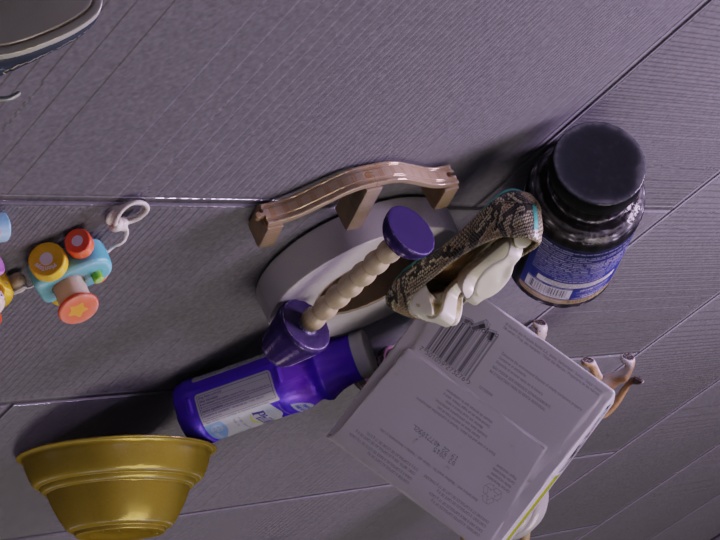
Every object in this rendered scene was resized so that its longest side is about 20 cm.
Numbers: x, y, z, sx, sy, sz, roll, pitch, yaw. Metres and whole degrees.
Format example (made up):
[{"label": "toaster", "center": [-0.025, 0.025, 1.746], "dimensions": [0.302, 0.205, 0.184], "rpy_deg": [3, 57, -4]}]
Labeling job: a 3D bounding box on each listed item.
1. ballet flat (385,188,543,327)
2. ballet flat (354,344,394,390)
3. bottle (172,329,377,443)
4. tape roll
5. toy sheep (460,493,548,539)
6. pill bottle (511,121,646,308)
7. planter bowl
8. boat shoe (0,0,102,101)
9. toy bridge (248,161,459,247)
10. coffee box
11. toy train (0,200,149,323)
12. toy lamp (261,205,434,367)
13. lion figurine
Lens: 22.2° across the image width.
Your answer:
[{"label": "ballet flat", "center": [0.092, 0.005, 1.671], "dimensions": [0.068, 0.076, 0.200], "rpy_deg": [22, 134, -32]}, {"label": "ballet flat", "center": [0.062, 0.121, 2.044], "dimensions": [0.071, 0.070, 0.200], "rpy_deg": [-17, 162, 35]}, {"label": "bottle", "center": [-0.083, 0.113, 1.815], "dimensions": [0.199, 0.066, 0.084], "rpy_deg": [-19, 166, 8]}, {"label": "tape roll", "center": [0.000, 0.000, 1.716], "dimensions": [0.202, 0.037, 0.203], "rpy_deg": [-22, 159, -9]}, {"label": "toy sheep", "center": [0.198, 0.312, 2.533], "dimensions": [0.138, 0.138, 0.200], "rpy_deg": [-35, 169, 24]}, {"label": "pill bottle", "center": [0.202, -0.053, 1.710], "dimensions": [0.111, 0.112, 0.200], "rpy_deg": [-19, 159, -14]}, {"label": "planter bowl", "center": [-0.240, 0.222, 1.820], "dimensions": [0.199, 0.084, 0.200], "rpy_deg": [-3, 165, -1]}, {"label": "boat shoe", "center": [-0.248, -0.132, 1.087], "dimensions": [0.199, 0.075, 0.062], "rpy_deg": [-20, 157, -8]}, {"label": "toy bridge", "center": [-0.002, -0.064, 1.578], "dimensions": [0.199, 0.027, 0.067], "rpy_deg": [-13, 153, -28]}, {"label": "coffee box", "center": [0.116, 0.147, 1.830], "dimensions": [0.200, 0.199, 0.198], "rpy_deg": [-53, 170, -1]}, {"label": "toy train", "center": [-0.255, -0.001, 1.411], "dimensions": [0.199, 0.056, 0.150], "rpy_deg": [-5, 152, -40]}, {"label": "toy lamp", "center": [-0.018, 0.020, 1.619], "dimensions": [0.058, 0.058, 0.200], "rpy_deg": [-1, 146, -46]}, {"label": "lion figurine", "center": [0.225, 0.132, 2.116], "dimensions": [0.072, 0.199, 0.123], "rpy_deg": [-31, 139, -50]}]
